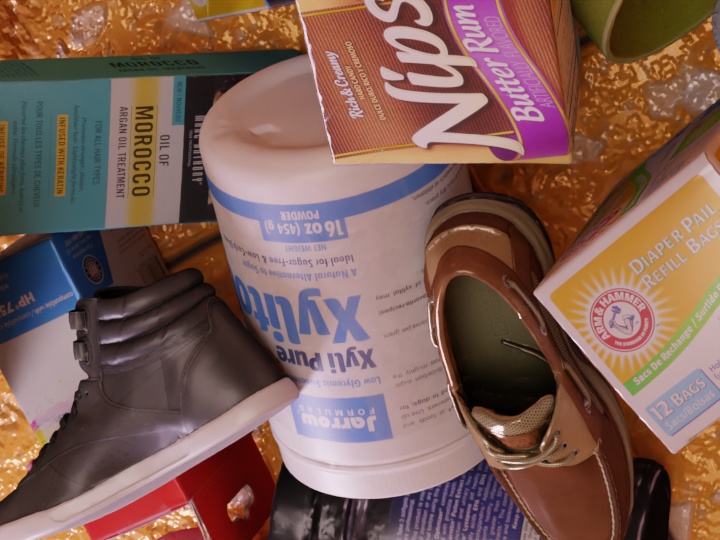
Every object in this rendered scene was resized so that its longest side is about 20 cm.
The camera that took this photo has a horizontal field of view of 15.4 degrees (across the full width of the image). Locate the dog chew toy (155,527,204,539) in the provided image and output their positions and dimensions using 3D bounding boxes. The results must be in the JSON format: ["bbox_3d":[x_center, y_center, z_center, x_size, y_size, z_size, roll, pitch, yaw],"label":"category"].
[{"bbox_3d":[-0.057,0.237,1.475,0.124,0.125,0.200,-39,104,23],"label":"dog chew toy"}]

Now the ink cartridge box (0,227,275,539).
[{"bbox_3d":[-0.127,0.067,1.443,0.067,0.116,0.200,-24,97,21],"label":"ink cartridge box"}]

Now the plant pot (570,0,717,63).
[{"bbox_3d":[0.116,-0.234,1.264,0.200,0.187,0.187,47,114,15],"label":"plant pot"}]

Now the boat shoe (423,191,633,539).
[{"bbox_3d":[0.075,0.061,1.280,0.075,0.074,0.200,-15,116,20],"label":"boat shoe"}]

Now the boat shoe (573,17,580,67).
[{"bbox_3d":[0.060,-0.122,1.301,0.072,0.060,0.202,-23,143,14],"label":"boat shoe"}]

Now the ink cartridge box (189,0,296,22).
[{"bbox_3d":[-0.075,-0.225,1.310,0.047,0.198,0.200,-28,100,-16],"label":"ink cartridge box"}]

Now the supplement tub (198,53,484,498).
[{"bbox_3d":[0.000,0.000,1.351,0.132,0.132,0.200,-3,120,17],"label":"supplement tub"}]

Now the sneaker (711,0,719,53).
[{"bbox_3d":[0.258,-0.158,1.291,0.200,0.071,0.073,-25,93,0],"label":"sneaker"}]

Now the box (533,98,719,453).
[{"bbox_3d":[0.175,-0.011,1.284,0.112,0.200,0.101,-41,92,23],"label":"box"}]

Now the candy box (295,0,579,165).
[{"bbox_3d":[0.030,-0.134,1.178,0.116,0.057,0.200,0,136,11],"label":"candy box"}]

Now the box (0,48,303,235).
[{"bbox_3d":[-0.116,-0.067,1.373,0.199,0.049,0.083,-5,109,-25],"label":"box"}]

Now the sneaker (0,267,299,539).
[{"bbox_3d":[-0.132,0.068,1.351,0.200,0.071,0.099,-31,84,24],"label":"sneaker"}]

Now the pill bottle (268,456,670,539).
[{"bbox_3d":[0.058,0.142,1.413,0.199,0.112,0.112,8,108,14],"label":"pill bottle"}]
